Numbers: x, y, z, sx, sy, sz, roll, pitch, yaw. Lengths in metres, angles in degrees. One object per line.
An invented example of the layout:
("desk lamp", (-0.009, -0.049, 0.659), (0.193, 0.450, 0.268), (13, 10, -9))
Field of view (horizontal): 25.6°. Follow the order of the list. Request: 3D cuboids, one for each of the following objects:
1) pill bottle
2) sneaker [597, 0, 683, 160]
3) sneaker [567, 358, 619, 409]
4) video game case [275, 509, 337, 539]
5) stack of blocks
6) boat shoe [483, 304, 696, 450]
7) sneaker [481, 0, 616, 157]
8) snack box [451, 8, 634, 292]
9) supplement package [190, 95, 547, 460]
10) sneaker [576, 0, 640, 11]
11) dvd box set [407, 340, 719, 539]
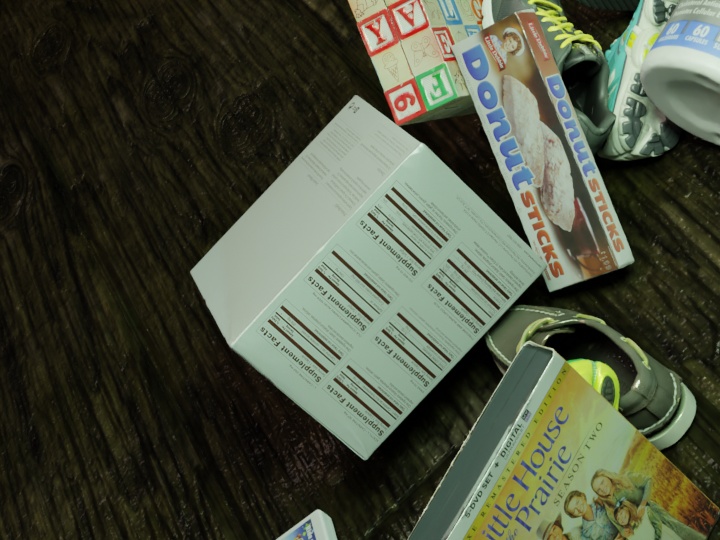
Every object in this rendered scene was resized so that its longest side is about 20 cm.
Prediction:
("pill bottle", (0.298, -0.197, 1.151), (0.114, 0.114, 0.200), (16, 69, 51))
("sneaker", (0.225, -0.180, 1.239), (0.080, 0.077, 0.200), (5, 68, 61))
("sneaker", (0.098, 0.131, 1.059), (0.200, 0.074, 0.084), (-58, 22, 23))
("video game case", (-0.088, 0.287, 1.188), (0.200, 0.018, 0.143), (-38, 37, 14))
("stack of blocks", (0.077, -0.187, 1.279), (0.058, 0.200, 0.115), (-23, 87, 30))
("boat shoe", (0.148, 0.061, 1.113), (0.072, 0.060, 0.202), (-54, 36, -6))
("sneaker", (0.154, -0.165, 1.222), (0.085, 0.074, 0.201), (-41, 56, 53))
("snack box", (0.134, -0.087, 1.172), (0.024, 0.200, 0.072), (-22, 0, -42))
("supplement package", (0.000, 0.000, 1.222), (0.200, 0.147, 0.191), (-47, 22, 2))
("sneaker", (0.261, -0.280, 1.306), (0.200, 0.074, 0.089), (-19, 39, 16))
("dvd box set", (0.124, 0.154, 0.936), (0.029, 0.200, 0.147), (15, 68, 51))
